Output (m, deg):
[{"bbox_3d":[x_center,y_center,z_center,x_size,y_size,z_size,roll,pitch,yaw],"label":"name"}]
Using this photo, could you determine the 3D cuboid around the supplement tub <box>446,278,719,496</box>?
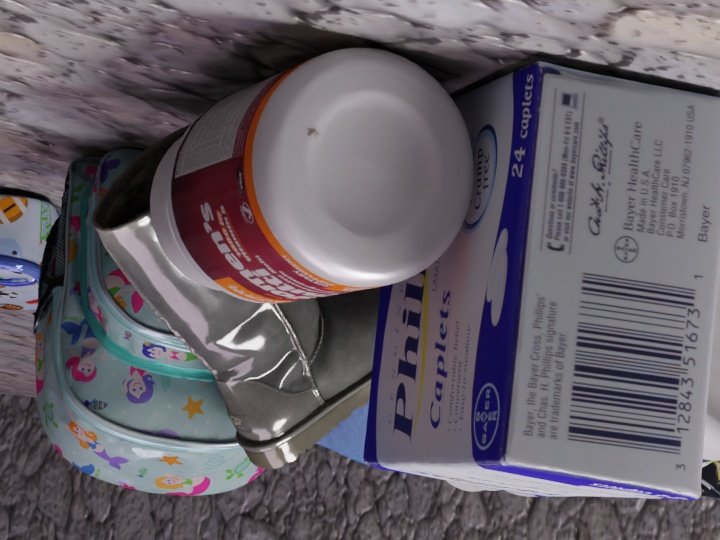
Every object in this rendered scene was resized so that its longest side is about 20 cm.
[{"bbox_3d":[0.139,0.061,1.376,0.199,0.146,0.144,-17,159,36],"label":"supplement tub"}]

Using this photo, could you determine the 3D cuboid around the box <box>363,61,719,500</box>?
[{"bbox_3d":[0.086,0.012,1.071,0.104,0.186,0.200,9,172,-17],"label":"box"}]

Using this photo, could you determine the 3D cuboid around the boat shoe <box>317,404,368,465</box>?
[{"bbox_3d":[-0.016,0.072,1.468,0.198,0.069,0.085,18,130,0],"label":"boat shoe"}]

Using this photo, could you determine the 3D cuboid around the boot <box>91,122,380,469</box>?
[{"bbox_3d":[-0.044,-0.008,1.258,0.072,0.182,0.201,12,138,51],"label":"boot"}]

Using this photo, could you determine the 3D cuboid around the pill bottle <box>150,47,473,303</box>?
[{"bbox_3d":[-0.032,-0.041,1.084,0.109,0.111,0.200,11,171,-21],"label":"pill bottle"}]

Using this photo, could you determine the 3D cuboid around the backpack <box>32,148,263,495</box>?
[{"bbox_3d":[-0.113,0.032,1.371,0.176,0.202,0.151,11,152,-12],"label":"backpack"}]

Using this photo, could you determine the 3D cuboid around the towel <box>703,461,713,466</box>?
[{"bbox_3d":[0.288,0.075,1.418,0.199,0.024,0.152,-33,174,32],"label":"towel"}]

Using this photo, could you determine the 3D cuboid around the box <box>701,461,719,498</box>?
[{"bbox_3d":[0.146,0.108,1.551,0.198,0.046,0.159,6,164,30],"label":"box"}]

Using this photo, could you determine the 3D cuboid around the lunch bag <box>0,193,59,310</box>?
[{"bbox_3d":[-0.319,-0.023,1.640,0.198,0.076,0.160,7,170,3],"label":"lunch bag"}]
